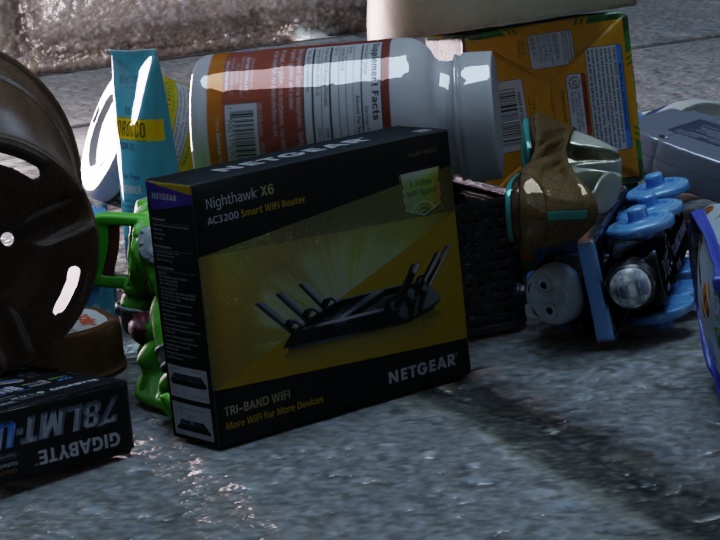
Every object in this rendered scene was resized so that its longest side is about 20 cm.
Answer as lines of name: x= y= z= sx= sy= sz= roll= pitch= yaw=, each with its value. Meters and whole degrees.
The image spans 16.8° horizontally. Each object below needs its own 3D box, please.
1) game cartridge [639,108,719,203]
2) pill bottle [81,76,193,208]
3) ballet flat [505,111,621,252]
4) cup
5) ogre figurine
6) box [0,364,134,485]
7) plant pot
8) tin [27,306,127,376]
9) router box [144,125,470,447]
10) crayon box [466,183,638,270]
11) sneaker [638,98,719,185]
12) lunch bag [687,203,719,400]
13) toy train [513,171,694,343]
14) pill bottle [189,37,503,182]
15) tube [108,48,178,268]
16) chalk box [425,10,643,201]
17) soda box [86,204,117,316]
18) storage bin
game cartridge: x=0.308 y=-0.080 z=1.921 sx=0.199 sy=0.041 sz=0.133 roll=21 pitch=17 yaw=29
pill bottle: x=-0.115 y=-0.083 z=1.963 sx=0.199 sy=0.112 sz=0.111 roll=18 pitch=2 yaw=-23
ballet flat: x=0.136 y=-0.060 z=1.606 sx=0.072 sy=0.068 sz=0.200 roll=-2 pitch=14 yaw=7
cup: x=0.093 y=-0.249 z=1.772 sx=0.199 sy=0.144 sz=0.200 roll=-9 pitch=6 yaw=1
ogre figurine: x=-0.123 y=0.019 z=1.557 sx=0.097 sy=0.121 sz=0.200 roll=-3 pitch=12 yaw=13
box: x=-0.269 y=0.095 z=1.427 sx=0.199 sy=0.050 sz=0.198 roll=-13 pitch=11 yaw=-43
plant pot: x=-0.252 y=-0.031 z=1.512 sx=0.199 sy=0.202 sz=0.198 roll=-9 pitch=18 yaw=-16
tin: x=-0.257 y=0.059 z=1.642 sx=0.199 sy=0.042 sz=0.112 roll=-9 pitch=16 yaw=-16
router box: x=-0.028 y=0.006 z=1.476 sx=0.199 sy=0.158 sz=0.052 roll=-15 pitch=14 yaw=-37
crayon box: x=0.136 y=-0.047 z=1.914 sx=0.118 sy=0.059 sz=0.200 roll=-1 pitch=12 yaw=23
sneaker: x=0.224 y=-0.103 z=2.100 sx=0.199 sy=0.081 sz=0.146 roll=-13 pitch=11 yaw=-39
lunch bag: x=0.275 y=0.013 z=1.380 sx=0.169 sy=0.125 sz=0.200 roll=-6 pitch=19 yaw=3
toy train: x=0.169 y=-0.006 z=1.641 sx=0.114 sy=0.087 sz=0.200 roll=-12 pitch=11 yaw=16
pill bottle: x=-0.007 y=-0.095 z=1.616 sx=0.199 sy=0.113 sz=0.112 roll=-4 pitch=11 yaw=7
tube: x=-0.152 y=-0.061 z=1.768 sx=0.050 sy=0.201 sz=0.077 roll=-13 pitch=11 yaw=-35
chalk box: x=0.123 y=-0.122 z=1.805 sx=0.123 sy=0.126 sz=0.200 roll=-9 pitch=7 yaw=-6
soda box: x=-0.217 y=0.000 z=1.834 sx=0.064 sy=0.068 sz=0.200 roll=-6 pitch=11 yaw=-5
storage bin: x=0.000 y=0.000 z=1.660 sx=0.199 sy=0.094 sz=0.135 roll=-9 pitch=11 yaw=-22
